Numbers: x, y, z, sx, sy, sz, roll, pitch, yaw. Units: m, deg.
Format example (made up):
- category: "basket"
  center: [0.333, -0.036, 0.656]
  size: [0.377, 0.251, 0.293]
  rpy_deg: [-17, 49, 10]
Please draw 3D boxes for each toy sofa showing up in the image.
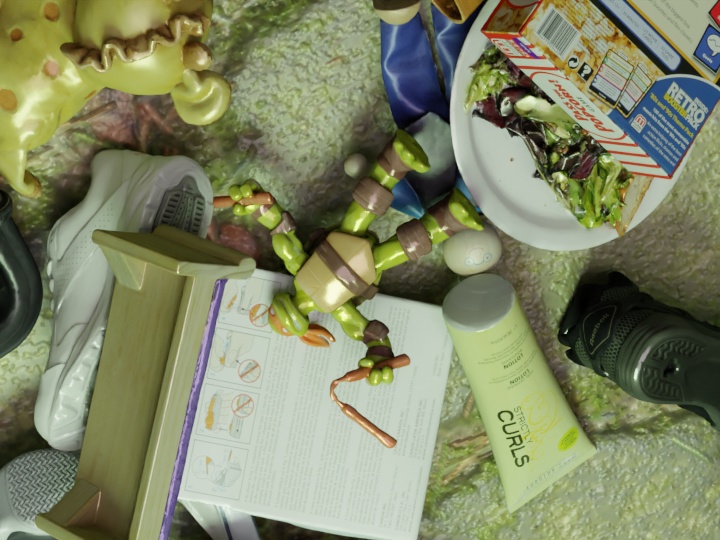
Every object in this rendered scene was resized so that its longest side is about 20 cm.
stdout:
- category: "toy sofa"
  center: [-0.121, 0.078, 1.482]
  size: [0.097, 0.083, 0.201]
  rpy_deg: [5, 101, -47]

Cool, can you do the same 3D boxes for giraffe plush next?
- category: "giraffe plush"
  center: [-0.156, -0.148, 1.404]
  size: [0.162, 0.201, 0.173]
  rpy_deg: [-13, 140, 25]

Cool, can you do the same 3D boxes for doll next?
- category: "doll"
  center: [0.054, -0.088, 1.578]
  size: [0.136, 0.048, 0.201]
  rpy_deg: [-19, 115, -12]

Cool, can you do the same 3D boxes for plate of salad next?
- category: "plate of salad"
  center: [0.147, -0.109, 1.565]
  size: [0.199, 0.048, 0.201]
  rpy_deg: [-8, 107, -28]

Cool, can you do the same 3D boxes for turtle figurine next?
- category: "turtle figurine"
  center: [0.000, 0.000, 1.553]
  size: [0.161, 0.064, 0.200]
  rpy_deg: [-41, 84, 11]

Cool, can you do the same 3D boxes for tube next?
- category: "tube"
  center: [0.108, 0.085, 1.646]
  size: [0.058, 0.052, 0.200]
  rpy_deg: [-3, 138, 20]

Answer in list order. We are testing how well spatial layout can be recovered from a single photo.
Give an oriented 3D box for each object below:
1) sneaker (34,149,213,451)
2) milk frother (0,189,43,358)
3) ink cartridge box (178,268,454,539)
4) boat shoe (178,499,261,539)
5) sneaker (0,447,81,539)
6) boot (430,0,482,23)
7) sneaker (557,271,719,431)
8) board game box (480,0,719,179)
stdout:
- category: "sneaker"
  center: [-0.166, 0.015, 1.549]
  size: [0.078, 0.099, 0.201]
  rpy_deg: [27, 85, -50]
- category: "milk frother"
  center: [-0.278, 0.026, 1.477]
  size: [0.180, 0.200, 0.189]
  rpy_deg: [-25, 116, -5]
- category: "ink cartridge box"
  center: [-0.045, 0.086, 1.604]
  size: [0.199, 0.050, 0.163]
  rpy_deg: [12, 86, -13]
- category: "boat shoe"
  center: [-0.136, 0.120, 1.615]
  size: [0.086, 0.075, 0.202]
  rpy_deg: [-25, 113, -1]
- category: "sneaker"
  center: [-0.247, 0.180, 1.614]
  size: [0.199, 0.076, 0.114]
  rpy_deg: [-11, 144, 17]
- category: "boot"
  center: [0.055, -0.261, 1.469]
  size: [0.144, 0.071, 0.201]
  rpy_deg: [-46, 124, -20]
- category: "sneaker"
  center: [0.213, 0.053, 1.666]
  size: [0.199, 0.114, 0.076]
  rpy_deg: [15, 107, -47]
- category: "board game box"
  center: [0.187, -0.182, 1.521]
  size: [0.151, 0.046, 0.200]
  rpy_deg: [41, 77, -28]
